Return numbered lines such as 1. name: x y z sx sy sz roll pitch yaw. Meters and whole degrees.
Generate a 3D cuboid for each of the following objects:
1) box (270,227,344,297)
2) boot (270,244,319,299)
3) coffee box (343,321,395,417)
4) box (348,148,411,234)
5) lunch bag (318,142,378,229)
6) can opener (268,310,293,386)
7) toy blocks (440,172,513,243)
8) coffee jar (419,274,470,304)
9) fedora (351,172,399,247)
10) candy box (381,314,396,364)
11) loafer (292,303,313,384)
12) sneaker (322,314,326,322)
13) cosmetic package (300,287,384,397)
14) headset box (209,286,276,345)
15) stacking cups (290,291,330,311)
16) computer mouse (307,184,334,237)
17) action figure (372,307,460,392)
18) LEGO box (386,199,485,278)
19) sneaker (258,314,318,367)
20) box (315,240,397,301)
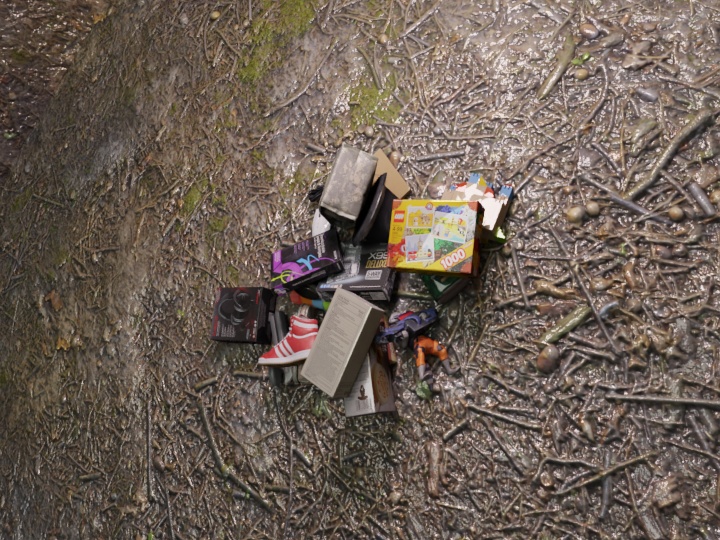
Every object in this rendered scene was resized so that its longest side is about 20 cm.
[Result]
1. box: -0.139 -0.024 1.346 0.193 0.037 0.145 -21 39 5
2. boot: -0.152 -0.008 1.400 0.196 0.068 0.133 18 68 44
3. coffee box: 0.013 0.219 1.186 0.077 0.114 0.208 -14 72 24
4. box: 0.024 -0.202 1.406 0.199 0.021 0.166 -43 60 15
5. lunch bag: -0.034 -0.202 1.320 0.114 0.200 0.170 21 84 -2
6. can opener: -0.217 0.206 1.406 0.052 0.065 0.206 -32 54 33
7. toy blocks: 0.267 -0.159 1.224 0.195 0.100 0.141 17 74 31
8. coffee jar: 0.165 -0.031 1.231 0.103 0.085 0.203 -36 66 3
9. fedora: 0.052 -0.134 1.285 0.089 0.200 0.207 24 89 -8
10. candy box: -0.014 0.194 1.302 0.194 0.055 0.120 -21 68 23
11. loafer: -0.134 0.193 1.368 0.060 0.071 0.209 4 88 21
12. sneaker: -0.052 0.192 1.263 0.078 0.073 0.208 -24 65 46
13. cosmetic package: -0.039 0.155 1.121 0.102 0.073 0.206 26 92 30
14. headset box: -0.342 0.129 1.498 0.193 0.077 0.155 -1 77 28
15. stacking cups: -0.099 0.077 1.390 0.194 0.060 0.063 7 80 36
16. computer mouse: -0.103 -0.140 1.435 0.107 0.043 0.209 -9 79 36
17. action figure: 0.111 0.174 1.195 0.196 0.194 0.107 55 145 35
18. LEGO box: 0.164 -0.070 1.143 0.193 0.077 0.156 4 84 28
19. sneaker: -0.178 0.177 1.312 0.194 0.070 0.117 -15 71 30
20. box: 0.000 0.000 1.316 0.193 0.050 0.162 -2 51 30
